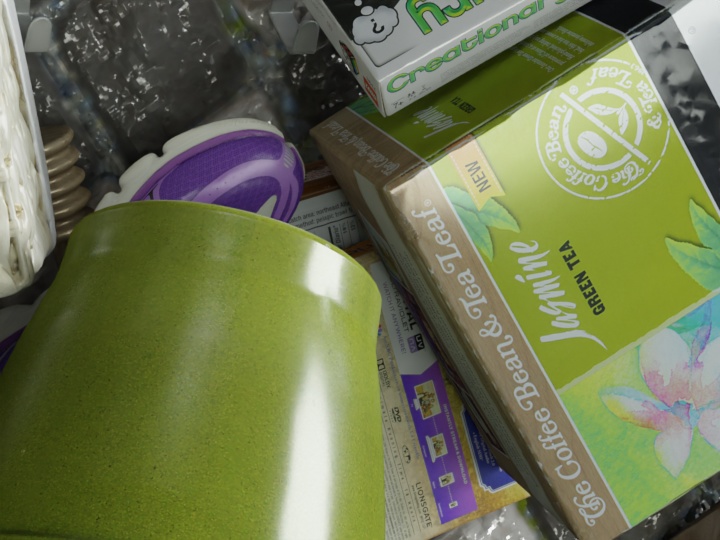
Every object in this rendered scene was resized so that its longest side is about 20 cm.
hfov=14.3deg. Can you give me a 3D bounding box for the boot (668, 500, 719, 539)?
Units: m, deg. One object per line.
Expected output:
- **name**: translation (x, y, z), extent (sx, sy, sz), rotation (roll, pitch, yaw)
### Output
- **boot**: translation (0.253, 0.137, 1.505), extent (0.200, 0.064, 0.187), rotation (15, 90, -21)

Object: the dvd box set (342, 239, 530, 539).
- **dvd box set**: translation (0.073, 0.035, 1.376), extent (0.200, 0.029, 0.146), rotation (-22, 106, -20)

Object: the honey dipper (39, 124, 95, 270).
- **honey dipper**: translation (-0.125, 0.032, 1.324), extent (0.038, 0.038, 0.200), rotation (-21, 109, -20)

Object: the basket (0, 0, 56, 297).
- **basket**: translation (-0.210, -0.078, 1.198), extent (0.135, 0.123, 0.200), rotation (-12, 105, -3)

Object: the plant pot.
- **plant pot**: translation (-0.074, 0.083, 1.136), extent (0.200, 0.200, 0.193), rotation (23, 66, -26)

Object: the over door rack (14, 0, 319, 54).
- **over door rack**: translation (-0.086, -0.200, 1.292), extent (0.148, 0.067, 0.200), rotation (-3, 114, -24)

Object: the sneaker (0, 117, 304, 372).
- **sneaker**: translation (-0.092, 0.020, 1.269), extent (0.200, 0.083, 0.081), rotation (-47, 124, -7)

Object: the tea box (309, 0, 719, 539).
- **tea box**: translation (0.117, -0.019, 1.285), extent (0.197, 0.134, 0.200), rotation (-33, 110, -5)

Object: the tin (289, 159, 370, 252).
- **tin**: translation (0.000, 0.000, 1.375), extent (0.200, 0.042, 0.112), rotation (-18, 101, -21)

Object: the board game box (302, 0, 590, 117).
- **board game box**: translation (0.063, -0.167, 1.261), extent (0.200, 0.126, 0.035), rotation (-31, 153, -8)
